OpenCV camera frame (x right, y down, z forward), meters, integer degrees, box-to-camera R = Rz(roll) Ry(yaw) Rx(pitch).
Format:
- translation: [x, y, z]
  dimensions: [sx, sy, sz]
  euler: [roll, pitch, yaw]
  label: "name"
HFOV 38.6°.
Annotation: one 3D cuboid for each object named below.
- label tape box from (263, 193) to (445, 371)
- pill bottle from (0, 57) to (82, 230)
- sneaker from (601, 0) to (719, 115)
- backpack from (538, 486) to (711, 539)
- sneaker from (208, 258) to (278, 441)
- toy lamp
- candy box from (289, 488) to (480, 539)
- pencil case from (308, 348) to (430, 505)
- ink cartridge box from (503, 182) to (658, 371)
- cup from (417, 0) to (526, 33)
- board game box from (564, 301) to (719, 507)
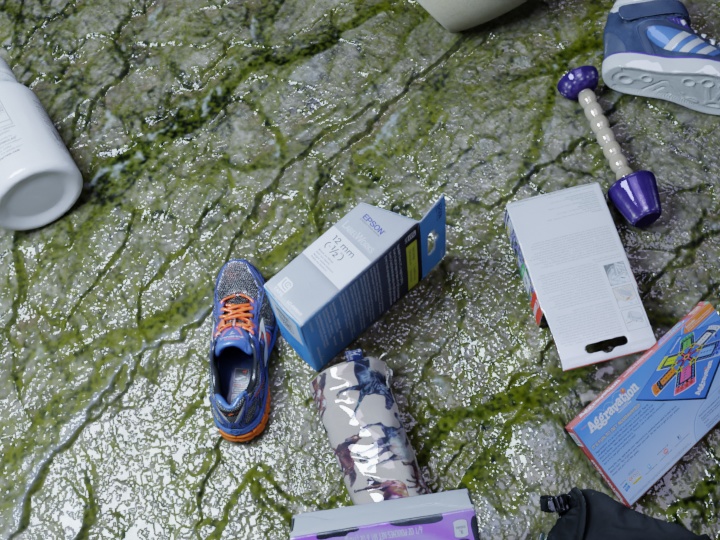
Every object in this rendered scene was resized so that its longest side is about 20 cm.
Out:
- translation: [0.000, 0.000, 1.082]
  dimensions: [0.200, 0.143, 0.066]
  euler: [-43, 70, -14]
  label: "label tape box"
- translation: [-0.417, -0.155, 1.203]
  dimensions: [0.114, 0.114, 0.200]
  euler: [-30, 67, -9]
  label: "pill bottle"
- translation: [0.387, -0.271, 1.208]
  dimensions: [0.199, 0.081, 0.147]
  euler: [12, 66, 9]
  label: "sneaker"
- translation: [0.209, 0.309, 0.917]
  dimensions: [0.166, 0.127, 0.200]
  euler: [11, 43, 40]
  label: "backpack"
- translation: [-0.127, 0.076, 1.094]
  dimensions: [0.075, 0.079, 0.201]
  euler: [-6, 65, 1]
  label: "sneaker"
- translation: [0.285, -0.141, 1.170]
  dimensions: [0.058, 0.058, 0.201]
  euler: [-19, 66, -4]
  label: "toy lamp"
- translation: [0.035, 0.315, 0.932]
  dimensions: [0.167, 0.072, 0.201]
  euler: [-9, 94, 0]
  label: "candy box"
- translation: [0.019, 0.181, 1.035]
  dimensions: [0.089, 0.078, 0.201]
  euler: [-26, 65, 9]
  label: "pencil case"
- translation: [0.235, 0.011, 1.110]
  dimensions: [0.108, 0.050, 0.201]
  euler: [-13, 66, -2]
  label: "ink cartridge box"
- translation: [0.121, -0.373, 1.233]
  dimensions: [0.143, 0.200, 0.200]
  euler: [-46, 68, 13]
  label: "cup"
- translation: [0.309, 0.134, 1.040]
  dimensions: [0.200, 0.019, 0.103]
  euler: [-39, 98, -13]
  label: "board game box"
